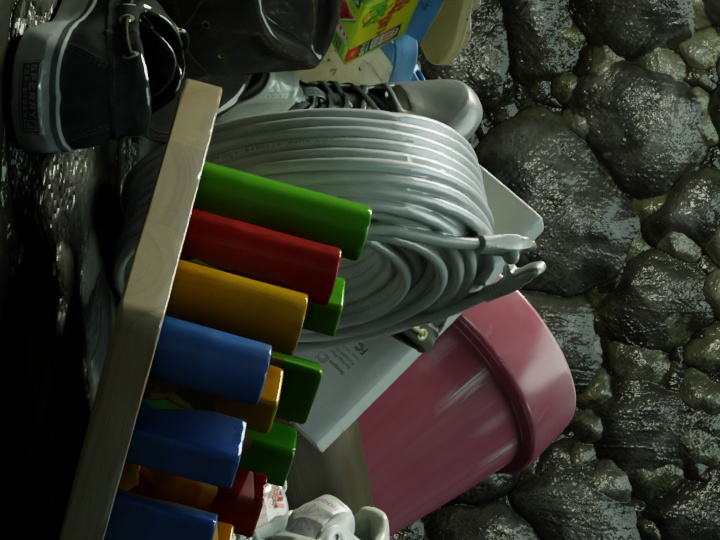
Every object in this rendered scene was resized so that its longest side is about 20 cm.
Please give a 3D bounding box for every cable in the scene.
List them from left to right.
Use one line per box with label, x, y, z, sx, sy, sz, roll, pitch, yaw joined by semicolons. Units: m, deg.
cable;-0.029;-0.020;1.055;0.200;0.200;0.070;19;58;-40

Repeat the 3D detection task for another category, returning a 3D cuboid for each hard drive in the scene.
hard drive;0.000;0.000;1.270;0.200;0.132;0.027;-45;157;-9

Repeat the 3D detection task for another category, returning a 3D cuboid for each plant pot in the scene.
plant pot;0.028;0.099;1.489;0.179;0.200;0.200;-41;152;-25

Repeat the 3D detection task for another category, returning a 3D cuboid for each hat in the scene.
hat;-0.055;-0.154;1.073;0.201;0.081;0.201;-53;153;-42

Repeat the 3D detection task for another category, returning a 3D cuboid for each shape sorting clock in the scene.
shape sorting clock;0.050;-0.224;1.211;0.200;0.039;0.201;-178;-90;-81

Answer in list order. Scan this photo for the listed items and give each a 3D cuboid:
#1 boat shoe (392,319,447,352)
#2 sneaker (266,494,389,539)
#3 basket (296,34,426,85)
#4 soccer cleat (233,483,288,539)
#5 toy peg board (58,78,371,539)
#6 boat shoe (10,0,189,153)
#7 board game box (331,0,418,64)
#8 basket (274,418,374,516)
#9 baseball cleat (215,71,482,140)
boat shoe;-0.034;-0.011;1.192;0.072;0.201;0.061;-8;-118;70
sneaker;-0.055;0.186;1.218;0.200;0.075;0.100;-1;103;-51
basket;-0.025;-0.141;1.394;0.200;0.139;0.177;102;-33;-47
soccer cleat;-0.084;0.141;1.126;0.200;0.085;0.069;-78;169;-77
toy peg board;-0.064;0.056;0.872;0.199;0.097;0.201;-85;-169;-59
boat shoe;-0.105;-0.090;0.883;0.200;0.056;0.069;-79;170;-72
board game box;-0.035;-0.233;1.200;0.200;0.048;0.102;59;-14;8
basket;-0.053;0.157;1.346;0.180;0.135;0.201;-121;-160;-54
baseball cleat;-0.020;-0.092;1.230;0.107;0.199;0.070;79;-14;-45
